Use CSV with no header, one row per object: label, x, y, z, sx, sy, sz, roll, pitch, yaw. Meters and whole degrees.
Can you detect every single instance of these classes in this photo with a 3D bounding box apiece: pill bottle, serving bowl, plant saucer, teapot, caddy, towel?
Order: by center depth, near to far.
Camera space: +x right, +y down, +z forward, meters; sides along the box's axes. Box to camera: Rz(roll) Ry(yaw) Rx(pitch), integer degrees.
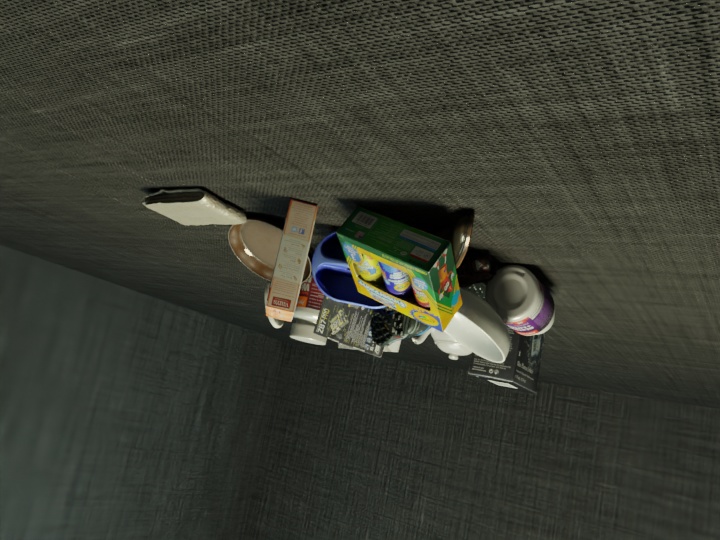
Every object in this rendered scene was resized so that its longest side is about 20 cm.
serving bowl,0.213,0.092,1.265,0.199,0.066,0.200,38,168,9
caddy,0.000,0.000,1.301,0.195,0.145,0.105,11,171,1
towel,-0.339,-0.128,1.328,0.196,0.035,0.132,3,166,34
pill bottle,0.338,0.070,1.342,0.109,0.114,0.199,4,166,32
plant saucer,-0.191,-0.046,1.399,0.195,0.033,0.202,17,145,12
pill bottle,-0.107,0.068,1.564,0.107,0.205,0.110,11,168,2
teapot,0.270,0.169,1.771,0.196,0.150,0.196,3,165,32

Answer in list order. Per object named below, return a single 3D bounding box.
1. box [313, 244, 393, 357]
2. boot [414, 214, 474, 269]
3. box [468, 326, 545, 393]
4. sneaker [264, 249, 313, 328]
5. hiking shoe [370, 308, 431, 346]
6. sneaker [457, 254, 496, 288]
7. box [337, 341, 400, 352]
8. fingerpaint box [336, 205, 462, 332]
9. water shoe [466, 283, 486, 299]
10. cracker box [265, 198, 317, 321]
box,0.001,0.063,1.390,0.157,0.205,0.049,17,-174,2
boot,0.129,-0.047,1.111,0.095,0.076,0.201,19,155,0
box,0.363,0.177,1.581,0.115,0.205,0.196,5,166,33
sneaker,-0.157,0.029,1.491,0.097,0.205,0.071,-9,152,31
hiking shoe,0.084,0.109,1.282,0.085,0.077,0.199,-1,173,-25
sneaker,0.186,-0.015,1.244,0.197,0.078,0.114,9,168,-40
box,0.032,0.097,1.560,0.154,0.204,0.049,6,-151,-9
fingerpaint box,0.068,-0.002,1.129,0.197,0.074,0.169,25,152,32
water shoe,0.207,0.034,1.466,0.196,0.073,0.079,21,-173,-18
cracker box,-0.131,-0.015,1.220,0.056,0.205,0.134,12,168,-6
